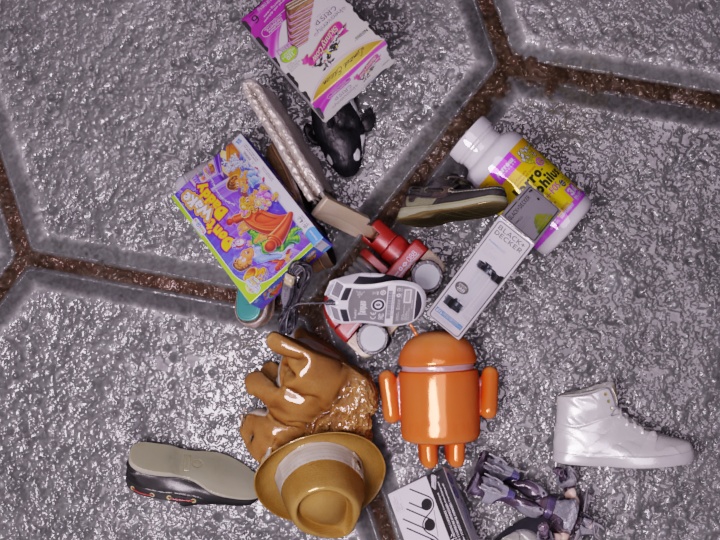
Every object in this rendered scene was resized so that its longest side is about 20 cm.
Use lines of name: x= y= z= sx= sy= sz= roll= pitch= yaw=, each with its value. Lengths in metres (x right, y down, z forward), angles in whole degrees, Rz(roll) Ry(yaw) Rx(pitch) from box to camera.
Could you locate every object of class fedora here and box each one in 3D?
fedora: x=-0.050 y=0.309 z=1.542 sx=0.198 sy=0.202 sz=0.082 roll=-20 pitch=43 yaw=2

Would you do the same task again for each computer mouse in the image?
computer mouse: x=-0.011 y=0.037 z=1.505 sx=0.197 sy=0.044 sz=0.111 roll=2 pitch=118 yaw=-8

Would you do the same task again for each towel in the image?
towel: x=-0.098 y=-0.181 z=1.588 sx=0.034 sy=0.133 sz=0.201 roll=-32 pitch=87 yaw=6

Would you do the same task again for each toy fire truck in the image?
toy fire truck: x=0.000 y=0.000 z=1.577 sx=0.200 sy=0.129 sz=0.176 roll=42 pitch=91 yaw=5

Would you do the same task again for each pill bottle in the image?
pill bottle: x=0.222 y=-0.124 z=1.582 sx=0.200 sy=0.104 sz=0.104 roll=42 pitch=91 yaw=4

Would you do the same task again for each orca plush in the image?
orca plush: x=-0.030 y=-0.240 z=1.616 sx=0.104 sy=0.071 sz=0.203 roll=6 pitch=88 yaw=3

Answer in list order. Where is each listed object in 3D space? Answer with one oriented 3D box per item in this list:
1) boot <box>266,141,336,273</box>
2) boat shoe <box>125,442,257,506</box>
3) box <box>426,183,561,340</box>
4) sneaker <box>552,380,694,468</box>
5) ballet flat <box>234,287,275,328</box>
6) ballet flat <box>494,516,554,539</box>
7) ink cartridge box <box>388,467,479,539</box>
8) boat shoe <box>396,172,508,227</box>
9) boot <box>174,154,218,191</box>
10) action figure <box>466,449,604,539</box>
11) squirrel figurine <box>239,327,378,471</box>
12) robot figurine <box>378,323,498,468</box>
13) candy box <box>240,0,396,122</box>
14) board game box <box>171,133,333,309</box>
boot: x=-0.106 y=-0.088 z=1.620 sx=0.075 sy=0.074 sz=0.202 roll=-21 pitch=89 yaw=12
boat shoe: x=-0.240 y=0.303 z=1.616 sx=0.199 sy=0.074 sz=0.064 roll=13 pitch=125 yaw=-6
box: x=0.181 y=-0.011 z=1.526 sx=0.060 sy=0.117 sz=0.201 roll=38 pitch=127 yaw=7
sneaker: x=0.372 y=0.215 z=1.577 sx=0.197 sy=0.074 sz=0.117 roll=1 pitch=91 yaw=5
ballet flat: x=-0.140 y=-0.017 z=1.582 sx=0.067 sy=0.067 sz=0.203 roll=6 pitch=81 yaw=22
ballet flat: x=0.199 y=0.414 z=1.582 sx=0.199 sy=0.073 sz=0.074 roll=-32 pitch=87 yaw=1
ink cartridge box: x=0.118 y=0.388 z=1.558 sx=0.093 sy=0.044 sz=0.202 roll=-28 pitch=66 yaw=15
boat shoe: x=0.124 y=-0.104 z=1.558 sx=0.071 sy=0.200 sz=0.067 roll=10 pitch=79 yaw=-36
boot: x=-0.180 y=-0.071 z=1.619 sx=0.095 sy=0.074 sz=0.201 roll=-32 pitch=91 yaw=-1
action figure: x=0.249 y=0.325 z=1.566 sx=0.198 sy=0.070 sz=0.131 roll=23 pitch=45 yaw=4
squirrel figurine: x=-0.075 y=0.203 z=1.574 sx=0.198 sy=0.141 sz=0.188 roll=28 pitch=96 yaw=6
robot figurine: x=0.112 y=0.173 z=1.573 sx=0.143 sy=0.116 sz=0.203 roll=-4 pitch=88 yaw=36
candy box: x=-0.062 y=-0.327 z=1.589 sx=0.136 sy=0.061 sz=0.200 roll=-41 pitch=62 yaw=1
board game box: x=-0.150 y=-0.068 z=1.535 sx=0.134 sy=0.045 sz=0.200 roll=-41 pitch=70 yaw=5
